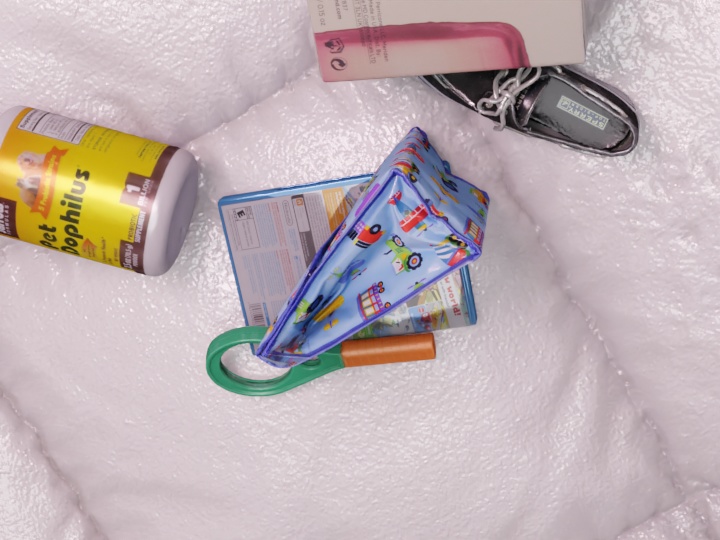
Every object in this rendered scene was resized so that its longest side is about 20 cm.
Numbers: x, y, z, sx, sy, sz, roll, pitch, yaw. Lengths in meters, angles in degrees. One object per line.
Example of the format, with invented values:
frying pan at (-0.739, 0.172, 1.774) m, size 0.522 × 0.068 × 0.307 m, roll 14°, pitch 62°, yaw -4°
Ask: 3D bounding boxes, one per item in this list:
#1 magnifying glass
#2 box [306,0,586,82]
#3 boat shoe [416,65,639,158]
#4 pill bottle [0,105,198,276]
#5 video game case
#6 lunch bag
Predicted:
magnifying glass at (-0.035, 0.073, 1.195) m, size 0.199 × 0.022 × 0.080 m, roll -4°, pitch 137°, yaw 9°
box at (0.065, -0.223, 1.027) m, size 0.199 × 0.128 × 0.109 m, roll -2°, pitch 132°, yaw 9°
boat shoe at (0.125, -0.139, 1.091) m, size 0.199 × 0.068 × 0.074 m, roll 28°, pitch 110°, yaw -1°
pill bottle at (-0.242, -0.070, 1.145) m, size 0.199 × 0.109 × 0.110 m, roll 15°, pitch 110°, yaw 3°
video game case at (-0.011, -0.008, 1.181) m, size 0.199 × 0.018 × 0.144 m, roll -8°, pitch 106°, yaw 11°
lunch bag at (0.000, 0.000, 1.092) m, size 0.094 × 0.151 × 0.200 m, roll 44°, pitch 108°, yaw -7°
